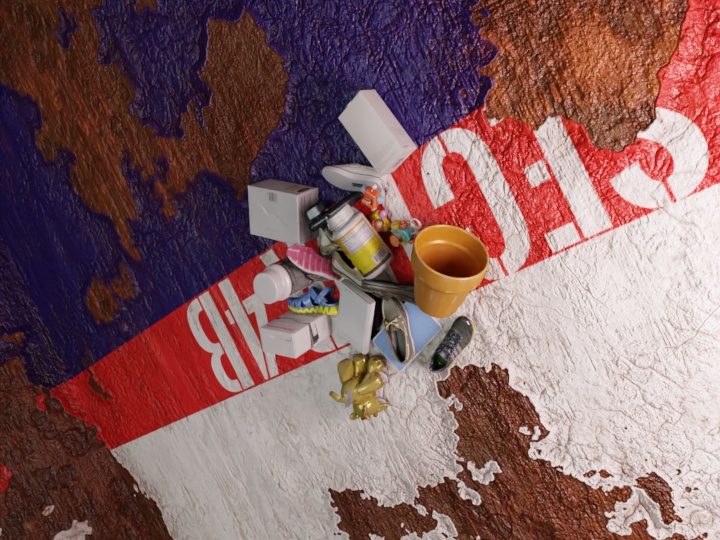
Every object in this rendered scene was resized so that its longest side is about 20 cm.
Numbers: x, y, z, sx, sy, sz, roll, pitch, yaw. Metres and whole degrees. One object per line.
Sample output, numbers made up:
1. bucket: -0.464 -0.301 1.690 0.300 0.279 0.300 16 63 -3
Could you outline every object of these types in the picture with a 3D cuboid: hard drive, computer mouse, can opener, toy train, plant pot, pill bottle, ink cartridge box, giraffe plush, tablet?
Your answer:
1. hard drive: -0.016 0.141 1.779 0.131 0.026 0.204 36 136 33
2. computer mouse: 0.027 0.127 1.784 0.136 0.052 0.205 8 110 33
3. can opener: -0.074 -0.176 1.709 0.197 0.064 0.079 -27 116 19
4. toy train: 0.070 -0.141 1.620 0.199 0.056 0.151 38 155 15
5. plant pot: 0.217 0.016 1.544 0.198 0.200 0.186 32 137 20
6. pill bottle: -0.234 0.024 1.832 0.112 0.199 0.117 11 113 29
7. ink cartridge box: -0.204 0.192 1.871 0.142 0.199 0.087 5 109 32
8. giraffe plush: 0.011 0.384 1.836 0.169 0.202 0.164 0 136 30
9. tablet: 0.136 0.187 1.731 0.130 0.014 0.201 45 114 10
10. pill bottle: -0.004 -0.083 1.638 0.108 0.110 0.201 -32 102 37

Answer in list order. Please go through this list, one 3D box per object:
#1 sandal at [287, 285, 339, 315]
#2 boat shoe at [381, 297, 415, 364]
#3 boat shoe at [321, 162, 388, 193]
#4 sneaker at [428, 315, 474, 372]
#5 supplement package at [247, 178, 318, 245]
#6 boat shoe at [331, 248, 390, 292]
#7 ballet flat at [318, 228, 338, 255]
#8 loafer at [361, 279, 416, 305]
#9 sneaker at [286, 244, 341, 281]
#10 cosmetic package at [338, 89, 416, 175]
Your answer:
1. sandal: -0.147 0.090 1.881 0.195 0.079 0.090 -1 102 26
2. boat shoe: 0.105 0.168 1.700 0.071 0.060 0.207 -17 93 24
3. boat shoe: -0.014 -0.272 1.663 0.196 0.067 0.073 13 149 28
4. sneaker: 0.254 0.214 1.642 0.073 0.081 0.203 34 122 19
5. supplement package: -0.237 -0.184 1.818 0.196 0.110 0.160 14 114 29
6. boat shoe: 0.000 0.000 1.730 0.196 0.075 0.069 23 140 18
7. ballet flat: -0.067 -0.105 1.752 0.197 0.069 0.075 -18 136 35
8. loafer: 0.095 0.066 1.660 0.194 0.072 0.065 7 97 1
9. sneaker: -0.151 -0.013 1.795 0.087 0.197 0.076 -22 53 49
10. cosmetic package: 0.045 -0.371 1.578 0.107 0.084 0.202 -38 83 36
